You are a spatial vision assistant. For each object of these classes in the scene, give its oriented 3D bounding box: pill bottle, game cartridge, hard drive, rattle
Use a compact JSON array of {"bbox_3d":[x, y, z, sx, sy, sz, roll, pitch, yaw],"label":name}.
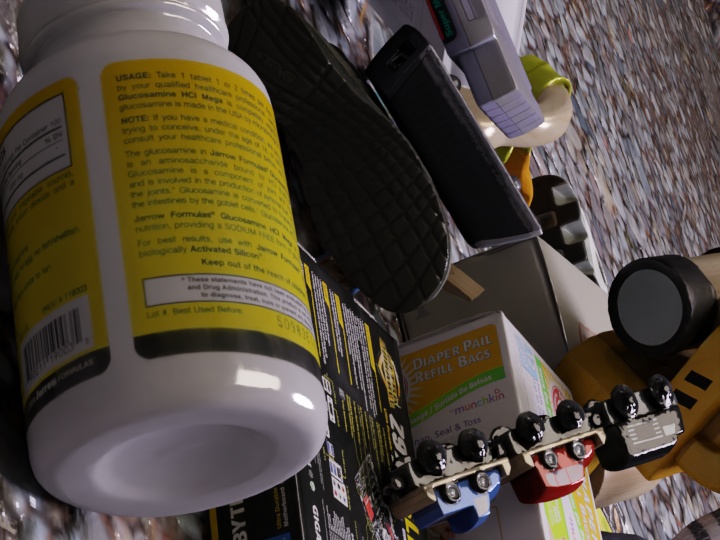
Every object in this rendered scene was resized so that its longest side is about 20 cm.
[{"bbox_3d":[-0.081,-0.017,0.779,0.112,0.112,0.202,41,34,-57],"label":"pill bottle"},{"bbox_3d":[0.049,-0.179,1.169,0.202,0.038,0.130,69,14,9],"label":"game cartridge"},{"bbox_3d":[0.050,-0.077,1.183,0.136,0.042,0.200,58,2,-9],"label":"hard drive"},{"bbox_3d":[0.060,-0.083,1.434,0.130,0.143,0.200,39,34,6],"label":"rattle"}]

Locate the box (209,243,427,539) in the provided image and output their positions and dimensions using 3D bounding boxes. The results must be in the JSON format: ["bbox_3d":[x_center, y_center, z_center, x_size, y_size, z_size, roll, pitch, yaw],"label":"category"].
[{"bbox_3d":[-0.020,0.093,0.952,0.160,0.049,0.202,48,29,-55],"label":"box"}]

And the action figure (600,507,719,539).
[{"bbox_3d":[0.155,0.170,1.208,0.200,0.191,0.106,-120,-150,-61],"label":"action figure"}]

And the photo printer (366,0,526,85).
[{"bbox_3d":[0.055,-0.247,1.316,0.167,0.069,0.202,-126,-147,-46],"label":"photo printer"}]

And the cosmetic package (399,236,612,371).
[{"bbox_3d":[0.110,0.055,1.309,0.200,0.103,0.088,30,42,-63],"label":"cosmetic package"}]

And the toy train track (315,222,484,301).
[{"bbox_3d":[0.000,0.000,1.130,0.114,0.033,0.200,38,24,10],"label":"toy train track"}]

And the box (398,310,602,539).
[{"bbox_3d":[0.066,0.142,1.074,0.113,0.101,0.202,45,30,-52],"label":"box"}]

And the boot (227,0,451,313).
[{"bbox_3d":[0.007,-0.062,1.130,0.201,0.067,0.130,59,14,18],"label":"boot"}]

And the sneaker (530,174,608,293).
[{"bbox_3d":[0.161,0.033,1.530,0.089,0.073,0.202,52,32,-55],"label":"sneaker"}]

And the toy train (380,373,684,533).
[{"bbox_3d":[0.090,0.093,1.004,0.199,0.034,0.046,-12,75,-39],"label":"toy train"}]

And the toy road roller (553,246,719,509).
[{"bbox_3d":[0.193,0.088,1.173,0.122,0.201,0.146,-7,49,-50],"label":"toy road roller"}]

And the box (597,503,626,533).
[{"bbox_3d":[0.143,0.205,1.327,0.201,0.050,0.076,-78,146,-59],"label":"box"}]
